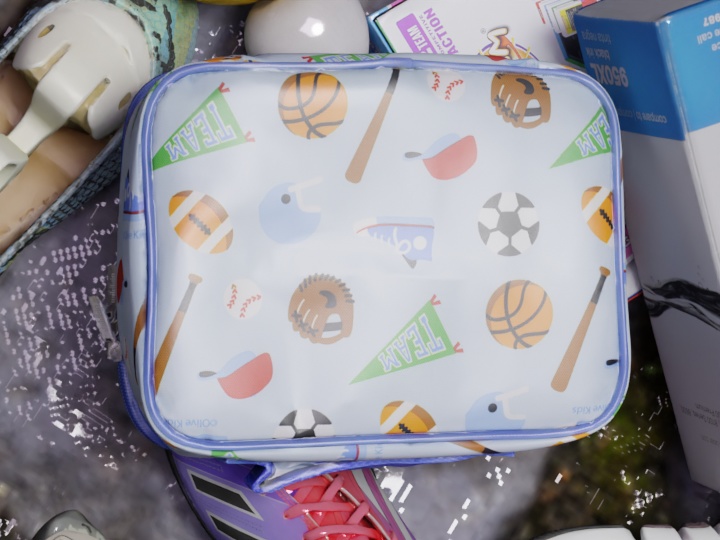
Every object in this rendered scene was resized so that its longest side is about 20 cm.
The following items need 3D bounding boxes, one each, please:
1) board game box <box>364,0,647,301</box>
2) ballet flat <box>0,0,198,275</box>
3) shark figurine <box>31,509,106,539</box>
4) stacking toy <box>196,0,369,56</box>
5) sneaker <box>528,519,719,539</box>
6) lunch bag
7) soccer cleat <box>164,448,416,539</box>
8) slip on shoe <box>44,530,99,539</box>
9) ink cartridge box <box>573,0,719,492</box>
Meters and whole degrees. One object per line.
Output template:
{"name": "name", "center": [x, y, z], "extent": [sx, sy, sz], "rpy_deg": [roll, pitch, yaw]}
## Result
{"name": "board game box", "center": [0.119, -0.084, 1.063], "extent": [0.200, 0.040, 0.153], "rpy_deg": [-31, 90, -14]}
{"name": "ballet flat", "center": [-0.128, -0.048, 0.992], "extent": [0.074, 0.074, 0.200], "rpy_deg": [39, 77, -5]}
{"name": "shark figurine", "center": [-0.141, 0.178, 0.969], "extent": [0.089, 0.128, 0.215], "rpy_deg": [24, 96, 17]}
{"name": "stacking toy", "center": [-0.056, -0.154, 1.004], "extent": [0.146, 0.146, 0.200], "rpy_deg": [-32, 106, -14]}
{"name": "sneaker", "center": [0.155, 0.155, 1.008], "extent": [0.199, 0.076, 0.116], "rpy_deg": [-7, 62, -5]}
{"name": "lunch bag", "center": [0.000, 0.000, 0.969], "extent": [0.199, 0.076, 0.161], "rpy_deg": [-1, 90, -13]}
{"name": "soccer cleat", "center": [-0.001, 0.116, 0.994], "extent": [0.068, 0.073, 0.200], "rpy_deg": [-36, 92, -14]}
{"name": "slip on shoe", "center": [-0.068, 0.162, 0.915], "extent": [0.060, 0.200, 0.076], "rpy_deg": [21, 59, 27]}
{"name": "ink cartridge box", "center": [0.182, -0.024, 1.005], "extent": [0.144, 0.084, 0.201], "rpy_deg": [-19, 103, -17]}
